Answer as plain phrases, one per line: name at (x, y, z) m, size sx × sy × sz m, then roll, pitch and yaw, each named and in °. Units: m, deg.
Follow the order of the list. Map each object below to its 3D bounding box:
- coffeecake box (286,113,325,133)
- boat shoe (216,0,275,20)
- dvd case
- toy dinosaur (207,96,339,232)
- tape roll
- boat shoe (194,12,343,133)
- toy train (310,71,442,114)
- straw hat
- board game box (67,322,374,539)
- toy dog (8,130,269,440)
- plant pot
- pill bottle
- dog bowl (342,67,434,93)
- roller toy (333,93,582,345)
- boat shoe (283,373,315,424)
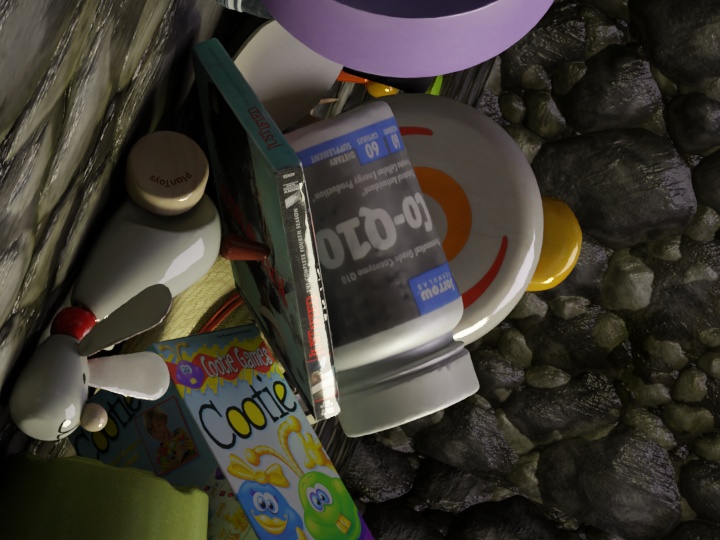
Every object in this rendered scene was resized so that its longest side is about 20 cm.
coffeecake box at (-0.072, -0.018, 1.922) m, size 0.200 × 0.073 × 0.154 m, roll 99°, pitch 16°, yaw -69°
boat shoe at (-0.014, -0.225, 1.545) m, size 0.071 × 0.091 × 0.200 m, roll 104°, pitch 9°, yaw -58°
dvd case at (-0.057, -0.024, 1.526) m, size 0.146 × 0.022 × 0.200 m, roll -124°, pitch -162°, yaw -46°
toy dinosaur at (-0.082, -0.072, 1.782) m, size 0.200 × 0.060 × 0.106 m, roll -56°, pitch -175°, yaw -14°
tape roll at (0.027, -0.217, 1.406) m, size 0.085 × 0.200 × 0.200 m, roll 97°, pitch 16°, yaw -70°
boat shoe at (-0.042, -0.164, 1.619) m, size 0.202 × 0.063 × 0.074 m, roll -53°, pitch 134°, yaw -10°
toy train at (0.013, -0.155, 1.979) m, size 0.085 × 0.116 × 0.200 m, roll -10°, pitch 123°, yaw -83°
straw hat at (-0.091, 0.056, 1.704) m, size 0.201 × 0.085 × 0.201 m, roll -48°, pitch 172°, yaw -9°
board game box at (-0.081, 0.149, 1.567) m, size 0.105 × 0.200 × 0.103 m, roll -39°, pitch 163°, yaw 34°
toy dog at (-0.122, 0.022, 1.453) m, size 0.132 × 0.096 × 0.200 m, roll 89°, pitch 24°, yaw -77°
plant pot at (-0.168, 0.210, 1.462) m, size 0.200 × 0.200 × 0.190 m, roll 84°, pitch 16°, yaw -79°
pill bottle at (0.000, 0.000, 1.628) m, size 0.114 × 0.114 × 0.200 m, roll -36°, pitch 105°, yaw -80°
dog bowl at (0.022, -0.225, 1.748) m, size 0.200 × 0.059 × 0.201 m, roll -176°, pitch -90°, yaw -79°
roller toy at (0.038, -0.031, 1.759) m, size 0.200 × 0.183 × 0.140 m, roll -34°, pitch 177°, yaw 0°
boat shoe at (-0.070, 0.086, 1.870) m, size 0.065 × 0.073 × 0.200 m, roll -43°, pitch 168°, yaw 26°
